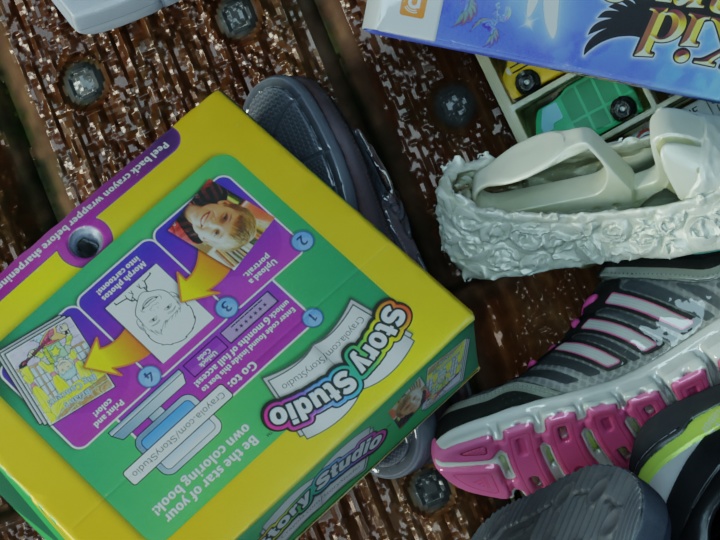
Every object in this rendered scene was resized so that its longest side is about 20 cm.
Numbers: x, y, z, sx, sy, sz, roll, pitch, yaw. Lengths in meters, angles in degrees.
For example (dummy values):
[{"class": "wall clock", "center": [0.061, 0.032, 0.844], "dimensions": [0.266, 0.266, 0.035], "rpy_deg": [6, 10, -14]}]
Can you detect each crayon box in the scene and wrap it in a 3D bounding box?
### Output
[{"class": "crayon box", "center": [-0.075, 0.043, 1.255], "dimensions": [0.200, 0.058, 0.172], "rpy_deg": [-41, 68, -17]}]

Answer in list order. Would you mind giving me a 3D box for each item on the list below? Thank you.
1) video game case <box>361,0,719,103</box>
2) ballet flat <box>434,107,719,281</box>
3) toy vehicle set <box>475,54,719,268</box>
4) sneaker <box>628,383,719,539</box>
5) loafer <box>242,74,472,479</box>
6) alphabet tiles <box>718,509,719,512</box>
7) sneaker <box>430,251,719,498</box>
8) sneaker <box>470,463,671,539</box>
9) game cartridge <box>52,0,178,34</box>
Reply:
[{"class": "video game case", "center": [0.115, -0.178, 1.260], "dimensions": [0.198, 0.045, 0.183], "rpy_deg": [10, 94, -9]}, {"class": "ballet flat", "center": [0.124, -0.040, 1.277], "dimensions": [0.199, 0.072, 0.072], "rpy_deg": [-12, 87, 17]}, {"class": "toy vehicle set", "center": [0.165, -0.102, 1.322], "dimensions": [0.199, 0.026, 0.125], "rpy_deg": [-29, 82, 15]}, {"class": "sneaker", "center": [0.217, 0.079, 1.264], "dimensions": [0.199, 0.072, 0.083], "rpy_deg": [-29, 52, 11]}, {"class": "loafer", "center": [0.000, 0.000, 1.348], "dimensions": [0.072, 0.063, 0.201], "rpy_deg": [-25, 83, 43]}, {"class": "alphabet tiles", "center": [0.228, 0.062, 1.313], "dimensions": [0.199, 0.006, 0.167], "rpy_deg": [-23, 62, 3]}, {"class": "sneaker", "center": [0.121, 0.038, 1.311], "dimensions": [0.199, 0.074, 0.088], "rpy_deg": [-25, 53, 5]}, {"class": "sneaker", "center": [0.108, 0.140, 1.267], "dimensions": [0.082, 0.200, 0.070], "rpy_deg": [33, 71, -10]}, {"class": "game cartridge", "center": [-0.086, -0.210, 1.346], "dimensions": [0.200, 0.041, 0.133], "rpy_deg": [-38, 75, -6]}]
